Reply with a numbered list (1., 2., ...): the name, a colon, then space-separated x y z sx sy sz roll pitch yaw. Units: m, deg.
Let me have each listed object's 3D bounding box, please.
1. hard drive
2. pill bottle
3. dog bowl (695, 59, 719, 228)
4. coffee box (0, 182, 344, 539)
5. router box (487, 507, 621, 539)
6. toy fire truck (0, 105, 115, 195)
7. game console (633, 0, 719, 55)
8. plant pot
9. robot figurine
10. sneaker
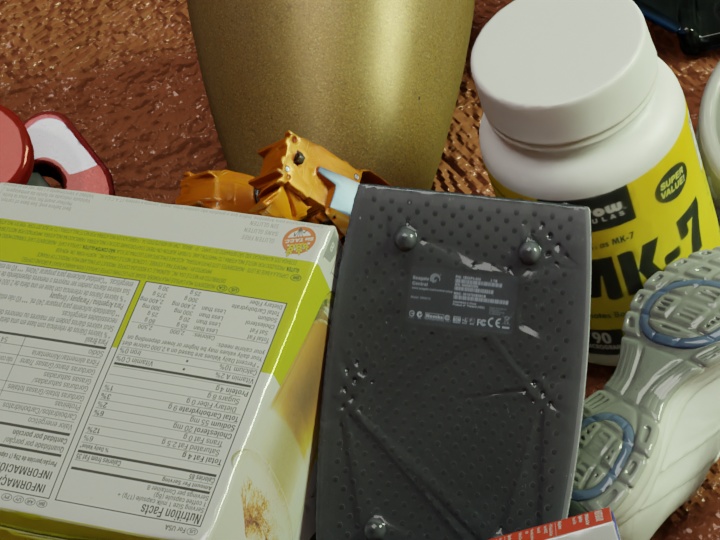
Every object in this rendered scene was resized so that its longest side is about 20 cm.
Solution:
1. hard drive: 0.050 0.061 1.327 0.134 0.042 0.201 6 90 13
2. pill bottle: 0.129 -0.052 1.417 0.114 0.200 0.115 -12 45 12
3. dog bowl: 0.284 -0.077 1.488 0.199 0.059 0.201 -8 53 11
4. coffee box: -0.112 0.098 1.383 0.199 0.200 0.198 8 57 21
5. router box: 0.063 0.236 1.251 0.179 0.049 0.201 -15 92 4
6. toy fire truck: -0.227 0.006 1.560 0.200 0.112 0.168 -36 78 -13
7. game console: 0.209 -0.246 1.594 0.170 0.118 0.201 -13 52 19
8. plant pot: -0.015 -0.111 1.544 0.185 0.186 0.201 -7 67 11
9. robot figurine: 0.000 0.000 1.424 0.145 0.200 0.058 -18 46 49
10. sneaker: 0.168 0.070 1.390 0.074 0.087 0.200 30 73 39
